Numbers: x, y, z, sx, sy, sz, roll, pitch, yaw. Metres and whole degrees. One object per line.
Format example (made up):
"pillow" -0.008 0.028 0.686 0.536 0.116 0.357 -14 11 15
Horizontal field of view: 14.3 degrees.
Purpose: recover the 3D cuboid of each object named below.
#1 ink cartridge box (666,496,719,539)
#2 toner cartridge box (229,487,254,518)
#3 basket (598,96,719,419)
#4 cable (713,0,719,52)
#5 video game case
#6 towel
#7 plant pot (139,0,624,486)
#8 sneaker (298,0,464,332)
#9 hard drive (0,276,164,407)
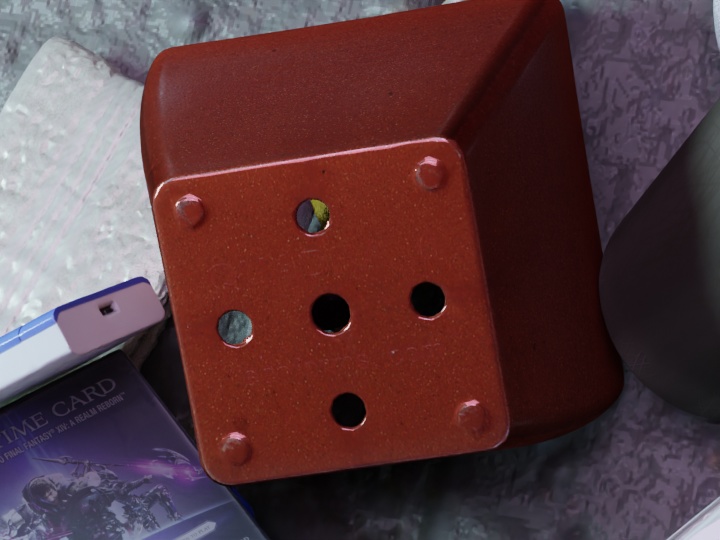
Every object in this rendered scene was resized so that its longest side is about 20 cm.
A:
"ink cartridge box" 0.206 0.170 1.190 0.146 0.200 0.147 -38 66 -2
"toner cartridge box" -0.078 0.208 1.329 0.094 0.043 0.201 -16 67 8
"basket" 0.195 -0.019 1.248 0.135 0.200 0.181 13 63 -16
"cable" 0.268 -0.124 1.356 0.199 0.069 0.201 15 74 19
"video game case" -0.111 0.139 1.296 0.142 0.019 0.200 -27 63 -29
"towel" -0.148 -0.007 1.430 0.132 0.034 0.201 26 79 18
"plant pot" 0.000 0.000 1.272 0.198 0.176 0.201 -8 102 11
"sneaker" 0.021 -0.065 1.379 0.075 0.090 0.201 31 79 21
"hard drive" -0.197 0.064 1.328 0.199 0.132 0.025 -28 89 16
